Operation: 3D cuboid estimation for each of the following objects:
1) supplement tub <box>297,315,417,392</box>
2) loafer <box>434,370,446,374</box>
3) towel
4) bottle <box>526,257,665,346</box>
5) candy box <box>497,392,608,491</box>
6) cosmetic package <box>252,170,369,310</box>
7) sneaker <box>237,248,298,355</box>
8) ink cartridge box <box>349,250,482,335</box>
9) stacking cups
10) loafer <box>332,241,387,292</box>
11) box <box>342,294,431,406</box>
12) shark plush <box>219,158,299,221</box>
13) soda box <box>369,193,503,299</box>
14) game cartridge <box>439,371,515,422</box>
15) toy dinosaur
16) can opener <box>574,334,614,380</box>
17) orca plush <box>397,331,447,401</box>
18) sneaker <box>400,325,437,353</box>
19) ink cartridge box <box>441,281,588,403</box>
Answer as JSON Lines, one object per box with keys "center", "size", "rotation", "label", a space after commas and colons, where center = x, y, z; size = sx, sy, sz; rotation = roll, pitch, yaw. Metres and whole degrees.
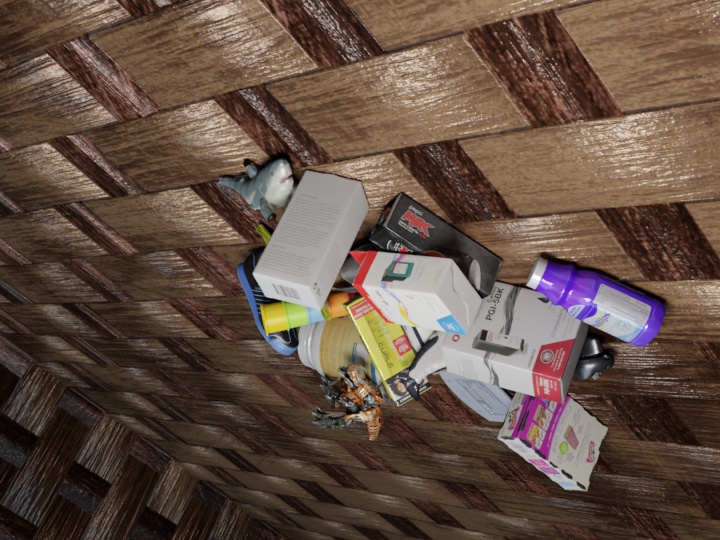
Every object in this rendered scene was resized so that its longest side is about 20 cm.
{"center": [-0.004, 0.141, 1.901], "size": [0.198, 0.145, 0.145], "rotation": [11, 150, 28], "label": "supplement tub"}
{"center": [0.165, 0.157, 1.871], "size": [0.062, 0.072, 0.200], "rotation": [26, 152, -17], "label": "loafer"}
{"center": [-0.118, 0.005, 1.781], "size": [0.200, 0.018, 0.086], "rotation": [49, 169, 30], "label": "towel"}
{"center": [0.344, 0.042, 1.491], "size": [0.199, 0.066, 0.084], "rotation": [25, 155, 2], "label": "bottle"}
{"center": [0.360, 0.302, 1.880], "size": [0.200, 0.137, 0.061], "rotation": [38, 153, -23], "label": "candy box"}
{"center": [-0.073, -0.048, 1.548], "size": [0.101, 0.201, 0.071], "rotation": [14, 153, 23], "label": "cosmetic package"}
{"center": [-0.159, 0.056, 1.876], "size": [0.078, 0.070, 0.201], "rotation": [-33, 81, 37], "label": "sneaker"}
{"center": [0.072, 0.031, 1.554], "size": [0.199, 0.068, 0.116], "rotation": [6, 150, 40], "label": "ink cartridge box"}
{"center": [-0.079, 0.073, 1.829], "size": [0.198, 0.061, 0.061], "rotation": [-9, 154, -7], "label": "stacking cups"}
{"center": [0.000, 0.000, 1.686], "size": [0.072, 0.073, 0.200], "rotation": [-14, 166, -22], "label": "loafer"}
{"center": [0.046, 0.131, 1.770], "size": [0.201, 0.075, 0.050], "rotation": [64, 172, -7], "label": "box"}
{"center": [-0.161, -0.149, 1.644], "size": [0.200, 0.091, 0.084], "rotation": [23, 144, 58], "label": "shark plush"}
{"center": [0.117, -0.031, 1.557], "size": [0.199, 0.071, 0.063], "rotation": [32, 153, -12], "label": "soda box"}
{"center": [0.243, 0.235, 1.978], "size": [0.133, 0.041, 0.200], "rotation": [-6, 140, 42], "label": "game cartridge"}
{"center": [-0.009, 0.247, 1.835], "size": [0.134, 0.102, 0.202], "rotation": [-5, 113, 19], "label": "toy dinosaur"}
{"center": [0.346, 0.150, 1.716], "size": [0.063, 0.079, 0.199], "rotation": [-5, 176, -33], "label": "can opener"}
{"center": [0.155, 0.145, 1.734], "size": [0.105, 0.200, 0.071], "rotation": [37, 168, 12], "label": "orca plush"}
{"center": [0.092, 0.044, 1.730], "size": [0.201, 0.080, 0.077], "rotation": [68, 174, -32], "label": "sneaker"}
{"center": [0.246, 0.107, 1.607], "size": [0.198, 0.148, 0.083], "rotation": [13, 151, 23], "label": "ink cartridge box"}
